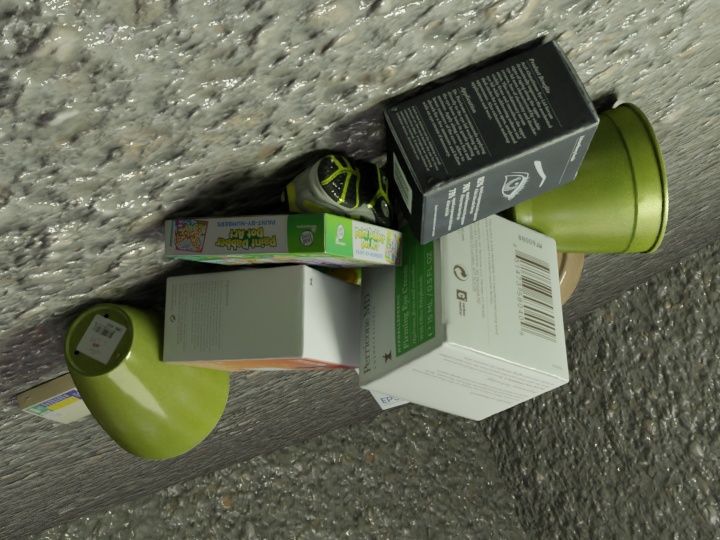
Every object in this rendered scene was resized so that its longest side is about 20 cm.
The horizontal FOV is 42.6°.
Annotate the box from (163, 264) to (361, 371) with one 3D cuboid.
[{"bbox_3d":[-0.118,0.065,1.137,0.198,0.108,0.152,-4,168,26],"label":"box"}]

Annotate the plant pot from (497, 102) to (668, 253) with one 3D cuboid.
[{"bbox_3d":[0.274,-0.106,1.225,0.190,0.203,0.201,-10,164,-5],"label":"plant pot"}]

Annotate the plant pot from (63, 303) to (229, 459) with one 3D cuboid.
[{"bbox_3d":[-0.288,0.122,1.174,0.185,0.189,0.200,-24,152,2],"label":"plant pot"}]

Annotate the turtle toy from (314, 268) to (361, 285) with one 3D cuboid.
[{"bbox_3d":[0.000,0.000,1.285,0.198,0.102,0.146,-13,157,-28],"label":"turtle toy"}]

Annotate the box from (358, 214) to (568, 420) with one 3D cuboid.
[{"bbox_3d":[0.122,0.050,1.133,0.198,0.201,0.171,18,147,-29],"label":"box"}]

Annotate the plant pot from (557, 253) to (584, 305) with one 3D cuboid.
[{"bbox_3d":[0.207,-0.036,1.389,0.173,0.202,0.200,17,141,-40],"label":"plant pot"}]

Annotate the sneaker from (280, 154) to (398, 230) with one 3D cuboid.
[{"bbox_3d":[-0.019,-0.082,1.059,0.076,0.076,0.199,-17,161,25],"label":"sneaker"}]

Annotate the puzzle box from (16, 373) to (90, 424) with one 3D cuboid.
[{"bbox_3d":[-0.434,0.192,1.440,0.132,0.026,0.200,-22,165,-5],"label":"puzzle box"}]

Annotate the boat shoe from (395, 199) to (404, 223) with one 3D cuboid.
[{"bbox_3d":[0.075,-0.077,1.166,0.061,0.074,0.200,17,153,-4],"label":"boat shoe"}]

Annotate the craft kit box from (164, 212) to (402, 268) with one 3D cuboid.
[{"bbox_3d":[-0.079,-0.030,1.021,0.195,0.049,0.199,-4,175,26],"label":"craft kit box"}]

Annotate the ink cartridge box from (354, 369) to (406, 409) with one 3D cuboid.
[{"bbox_3d":[0.078,0.126,1.478,0.194,0.044,0.201,-19,127,22],"label":"ink cartridge box"}]

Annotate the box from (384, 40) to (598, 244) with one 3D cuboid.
[{"bbox_3d":[0.134,-0.132,0.987,0.198,0.105,0.148,-23,163,-6],"label":"box"}]
